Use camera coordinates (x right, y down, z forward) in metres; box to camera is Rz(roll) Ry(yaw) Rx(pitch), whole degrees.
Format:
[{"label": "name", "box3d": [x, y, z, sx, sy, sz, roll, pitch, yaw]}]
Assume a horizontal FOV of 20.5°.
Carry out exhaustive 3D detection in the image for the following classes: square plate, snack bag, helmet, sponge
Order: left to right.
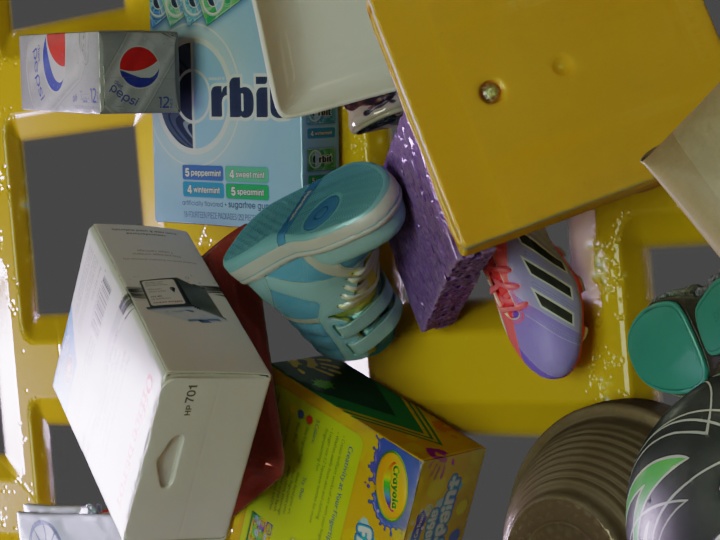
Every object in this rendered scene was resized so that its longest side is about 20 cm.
[{"label": "snack bag", "box3d": [-0.211, 0.285, 1.635, 0.199, 0.021, 0.190, -8, 90, 46]}, {"label": "square plate", "box3d": [0.016, -0.217, 1.341, 0.028, 0.197, 0.202, 126, 130, -80]}, {"label": "sponge", "box3d": [0.047, -0.035, 1.335, 0.200, 0.030, 0.112, 109, 144, -74]}, {"label": "helmet", "box3d": [0.243, 0.144, 1.132, 0.199, 0.199, 0.192, -10, 95, 44]}]

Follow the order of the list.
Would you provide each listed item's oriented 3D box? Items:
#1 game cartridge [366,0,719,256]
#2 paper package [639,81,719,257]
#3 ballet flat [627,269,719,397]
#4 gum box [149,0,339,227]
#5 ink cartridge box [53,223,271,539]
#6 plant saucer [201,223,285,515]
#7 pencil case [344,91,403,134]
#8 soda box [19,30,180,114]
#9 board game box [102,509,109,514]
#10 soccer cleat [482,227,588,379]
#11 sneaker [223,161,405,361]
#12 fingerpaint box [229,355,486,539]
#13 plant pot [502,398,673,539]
[{"label": "game cartridge", "box3d": [0.125, -0.123, 1.238, 0.032, 0.199, 0.177, 94, 156, -76]}, {"label": "paper package", "box3d": [0.278, -0.018, 1.078, 0.104, 0.190, 0.200, -47, 64, 23]}, {"label": "ballet flat", "box3d": [0.226, 0.035, 1.211, 0.200, 0.072, 0.073, 134, 122, -74]}, {"label": "gum box", "box3d": [-0.090, -0.135, 1.520, 0.169, 0.044, 0.202, 4, 99, 43]}, {"label": "ink cartridge box", "box3d": [-0.149, 0.080, 1.438, 0.200, 0.085, 0.147, 53, 134, 50]}, {"label": "plant saucer", "box3d": [-0.125, 0.093, 1.523, 0.200, 0.036, 0.201, -42, 51, 53]}, {"label": "pencil case", "box3d": [0.009, -0.193, 1.394, 0.089, 0.077, 0.202, 143, 114, -69]}, {"label": "soda box", "box3d": [-0.210, -0.157, 1.575, 0.200, 0.068, 0.064, 12, 104, 63]}, {"label": "board game box", "box3d": [-0.179, 0.320, 1.656, 0.151, 0.046, 0.201, 27, 113, 38]}, {"label": "soccer cleat", "box3d": [0.097, -0.023, 1.332, 0.066, 0.076, 0.202, -17, 83, 43]}, {"label": "sneaker", "box3d": [0.000, 0.000, 1.397, 0.131, 0.080, 0.200, 45, 153, -16]}, {"label": "fingerpaint box", "box3d": [-0.009, 0.188, 1.460, 0.166, 0.073, 0.201, 28, 114, 39]}, {"label": "plant pot", "box3d": [0.159, 0.187, 1.286, 0.200, 0.092, 0.203, 5, 97, 43]}]
